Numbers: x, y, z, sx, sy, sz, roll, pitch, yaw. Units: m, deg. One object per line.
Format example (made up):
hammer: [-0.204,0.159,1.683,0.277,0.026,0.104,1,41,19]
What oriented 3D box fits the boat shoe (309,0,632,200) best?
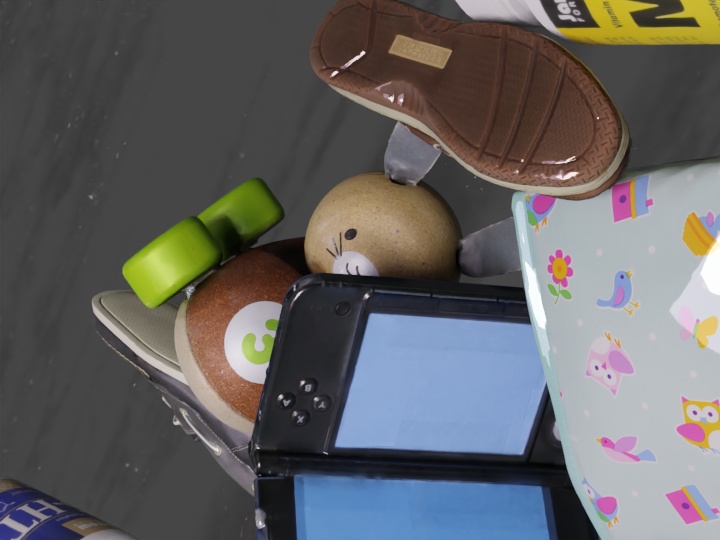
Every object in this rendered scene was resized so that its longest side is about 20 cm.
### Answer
boat shoe: [0.066,-0.085,0.919,0.202,0.075,0.075,34,92,41]

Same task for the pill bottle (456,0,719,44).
pill bottle: [0.142,-0.164,0.863,0.199,0.114,0.115,5,107,41]

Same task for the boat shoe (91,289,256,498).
boat shoe: [-0.108,0.080,1.190,0.200,0.072,0.068,35,120,26]

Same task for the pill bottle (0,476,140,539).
pill bottle: [-0.211,0.232,1.298,0.199,0.119,0.120,17,115,36]

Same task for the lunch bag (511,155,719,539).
lunch bag: [0.180,0.045,0.893,0.170,0.122,0.201,-7,93,42]

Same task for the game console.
game console: [0.051,0.107,0.955,0.118,0.199,0.171,-116,35,-55]

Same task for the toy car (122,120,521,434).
toy car: [0.000,0.000,1.029,0.200,0.158,0.165,-35,92,30]
